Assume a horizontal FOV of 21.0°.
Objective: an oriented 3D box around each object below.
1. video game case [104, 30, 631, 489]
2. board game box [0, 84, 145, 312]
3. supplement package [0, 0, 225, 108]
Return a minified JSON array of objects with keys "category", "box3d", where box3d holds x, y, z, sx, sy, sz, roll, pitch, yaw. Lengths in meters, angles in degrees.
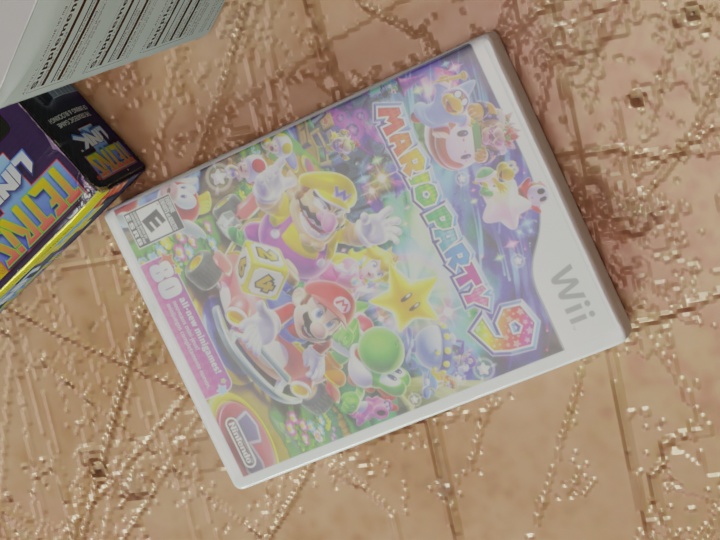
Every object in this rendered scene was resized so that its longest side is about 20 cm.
[{"category":"video game case","box3d":[0.000,0.000,0.854,0.200,0.018,0.143,-23,96,22]},{"category":"board game box","box3d":[-0.225,-0.041,0.897,0.200,0.057,0.165,-41,91,23]},{"category":"supplement package","box3d":[-0.146,-0.183,0.755,0.191,0.200,0.147,31,111,9]}]
